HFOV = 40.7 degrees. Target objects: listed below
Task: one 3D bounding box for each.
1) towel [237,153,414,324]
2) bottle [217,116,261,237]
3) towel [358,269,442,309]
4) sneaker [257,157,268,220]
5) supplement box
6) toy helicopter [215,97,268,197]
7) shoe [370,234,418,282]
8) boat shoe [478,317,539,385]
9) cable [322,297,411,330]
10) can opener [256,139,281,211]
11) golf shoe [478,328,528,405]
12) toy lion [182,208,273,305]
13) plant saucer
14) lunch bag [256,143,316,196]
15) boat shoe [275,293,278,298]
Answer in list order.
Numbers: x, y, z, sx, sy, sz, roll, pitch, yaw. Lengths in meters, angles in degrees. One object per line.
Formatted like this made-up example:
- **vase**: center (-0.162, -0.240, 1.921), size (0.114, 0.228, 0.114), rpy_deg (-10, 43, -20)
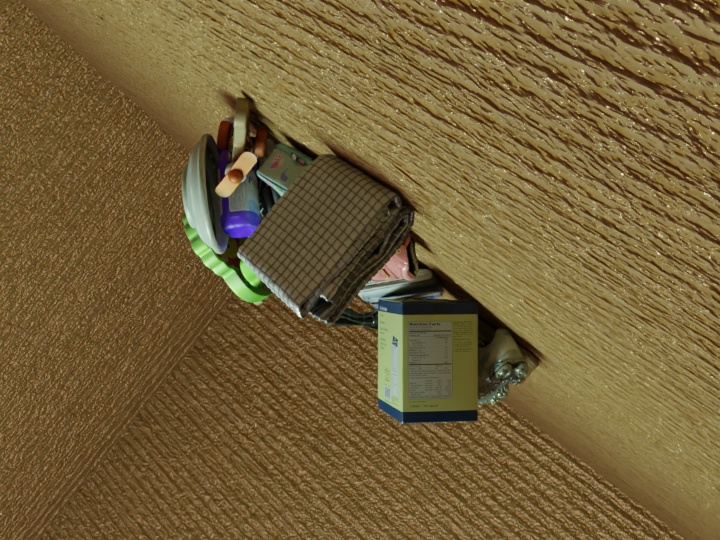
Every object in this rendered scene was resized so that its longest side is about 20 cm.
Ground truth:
- **towel**: center (-0.043, -0.040, 1.289), size (0.165, 0.200, 0.086), rpy_deg (37, 177, 40)
- **bottle**: center (-0.208, -0.160, 1.645), size (0.065, 0.201, 0.084), rpy_deg (-7, 165, 6)
- **towel**: center (0.072, 0.034, 1.778), size (0.200, 0.146, 0.024), rpy_deg (47, -146, -74)
- **sneaker**: center (-0.148, -0.142, 1.742), size (0.080, 0.074, 0.201), rpy_deg (30, -145, -27)
- **supplement box**: center (0.113, 0.151, 1.693), size (0.133, 0.201, 0.200), rpy_deg (0, 180, -11)
- **toy helicopter**: center (-0.190, -0.198, 1.508), size (0.078, 0.133, 0.200), rpy_deg (10, 159, -4)
- **shoe**: center (0.028, -0.059, 1.455), size (0.090, 0.072, 0.201), rpy_deg (0, 137, 19)
- **boat shoe**: center (0.236, 0.141, 1.771), size (0.071, 0.065, 0.200), rpy_deg (41, 175, -40)
- **cable**: center (0.019, 0.083, 1.820), size (0.199, 0.051, 0.097), rpy_deg (2, 149, -10)
- **can opener**: center (-0.132, -0.134, 1.639), size (0.066, 0.053, 0.201), rpy_deg (4, -122, -31)
- **golf shoe**: center (0.226, 0.174, 1.705), size (0.078, 0.098, 0.200), rpy_deg (2, 149, -26)
- **toy lion**: center (-0.237, -0.033, 1.739), size (0.201, 0.068, 0.192), rpy_deg (61, -162, 7)
- **plant saucer**: center (-0.263, -0.126, 1.623), size (0.050, 0.202, 0.200), rpy_deg (-5, 173, 2)
- **lunch bag**: center (-0.067, -0.117, 1.538), size (0.160, 0.077, 0.200), rpy_deg (38, 176, 40)
- **boat shoe**: center (-0.162, -0.035, 1.731), size (0.202, 0.063, 0.074), rpy_deg (58, 169, 36)
